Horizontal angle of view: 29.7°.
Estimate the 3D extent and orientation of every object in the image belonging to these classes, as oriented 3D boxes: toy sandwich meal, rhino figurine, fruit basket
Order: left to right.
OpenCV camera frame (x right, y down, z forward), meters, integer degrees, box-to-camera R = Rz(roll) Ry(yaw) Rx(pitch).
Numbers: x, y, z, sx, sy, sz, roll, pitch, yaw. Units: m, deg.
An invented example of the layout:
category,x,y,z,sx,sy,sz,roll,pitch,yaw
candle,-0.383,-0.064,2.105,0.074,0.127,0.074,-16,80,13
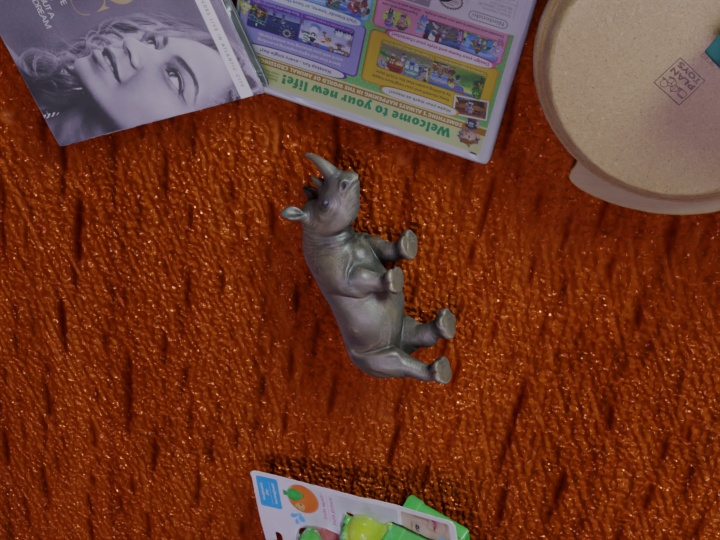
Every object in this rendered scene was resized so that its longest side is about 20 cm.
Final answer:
category,x,y,z,sx,sy,sz,roll,pitch,yaw
rhino figurine,0.000,0.000,1.022,0.087,0.060,0.201,-7,119,37
fruit basket,0.000,0.269,1.202,0.198,0.094,0.186,6,127,20
toy sandwich meal,0.203,-0.128,0.853,0.203,0.070,0.207,9,124,14

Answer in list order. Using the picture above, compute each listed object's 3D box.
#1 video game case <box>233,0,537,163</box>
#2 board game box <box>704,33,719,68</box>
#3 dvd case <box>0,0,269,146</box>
category,x,y,z,sx,sy,sz,roll,pitch,yaw
video game case,0.015,-0.178,0.911,0.198,0.022,0.183,18,129,6
board game box,0.315,-0.154,0.751,0.150,0.047,0.201,33,109,-12
dvd case,-0.176,-0.174,0.972,0.199,0.016,0.150,-10,117,31
